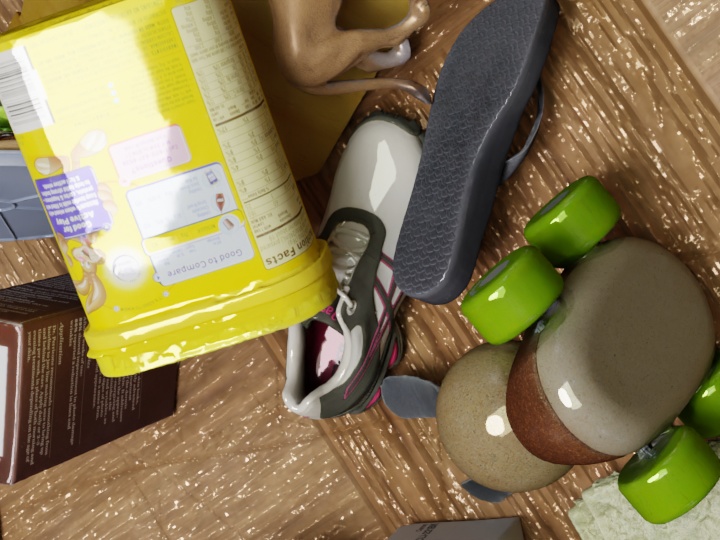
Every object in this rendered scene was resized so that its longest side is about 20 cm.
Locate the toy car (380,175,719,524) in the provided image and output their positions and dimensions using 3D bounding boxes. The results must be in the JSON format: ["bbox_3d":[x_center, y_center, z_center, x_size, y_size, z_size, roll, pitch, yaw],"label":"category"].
[{"bbox_3d":[0.105,0.073,0.896,0.164,0.158,0.200,49,136,-4],"label":"toy car"}]

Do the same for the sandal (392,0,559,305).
[{"bbox_3d":[0.072,-0.075,0.907,0.076,0.043,0.200,22,92,54],"label":"sandal"}]

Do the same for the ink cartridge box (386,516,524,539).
[{"bbox_3d":[0.063,0.266,0.913,0.084,0.144,0.200,-11,93,20],"label":"ink cartridge box"}]

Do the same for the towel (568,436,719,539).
[{"bbox_3d":[0.237,0.166,0.892,0.200,0.036,0.149,-26,87,23],"label":"towel"}]

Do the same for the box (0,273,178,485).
[{"bbox_3d":[-0.191,0.060,0.953,0.075,0.200,0.100,9,100,22],"label":"box"}]

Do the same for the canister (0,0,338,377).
[{"bbox_3d":[-0.113,-0.058,0.847,0.148,0.087,0.200,-17,105,8],"label":"canister"}]

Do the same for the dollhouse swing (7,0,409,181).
[{"bbox_3d":[-0.096,-0.182,0.973,0.200,0.176,0.182,-60,35,17],"label":"dollhouse swing"}]

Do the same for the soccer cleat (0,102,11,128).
[{"bbox_3d":[-0.265,-0.113,0.987,0.200,0.067,0.081,-3,88,59],"label":"soccer cleat"}]

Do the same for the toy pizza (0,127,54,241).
[{"bbox_3d":[-0.236,-0.056,0.960,0.200,0.200,0.032,-9,78,22],"label":"toy pizza"}]

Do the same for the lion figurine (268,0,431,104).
[{"bbox_3d":[-0.032,-0.167,0.866,0.122,0.072,0.200,-26,113,-16],"label":"lion figurine"}]

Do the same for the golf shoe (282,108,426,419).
[{"bbox_3d":[0.000,0.000,0.934,0.077,0.088,0.200,14,101,20],"label":"golf shoe"}]
